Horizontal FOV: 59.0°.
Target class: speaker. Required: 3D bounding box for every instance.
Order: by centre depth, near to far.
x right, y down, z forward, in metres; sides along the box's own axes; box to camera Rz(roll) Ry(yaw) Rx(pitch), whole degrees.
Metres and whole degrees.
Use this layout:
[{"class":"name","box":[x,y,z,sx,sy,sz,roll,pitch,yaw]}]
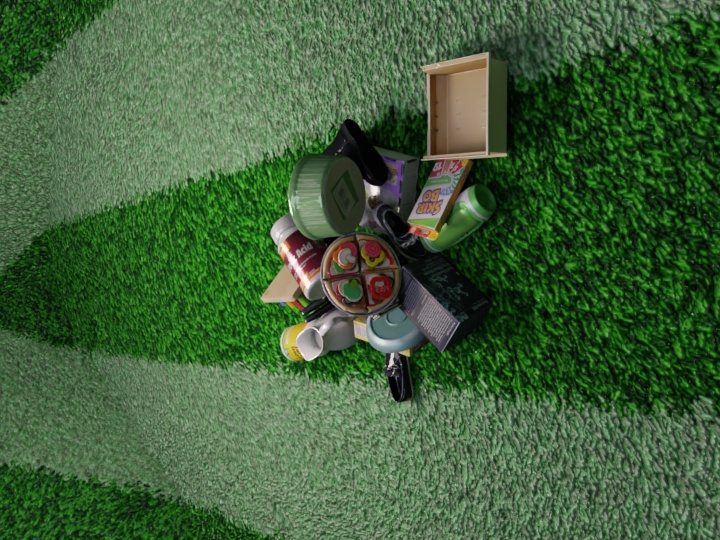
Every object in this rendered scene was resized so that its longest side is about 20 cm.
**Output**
[{"class":"speaker","box":[0.226,-0.120,1.497,0.199,0.087,0.090,-38,78,45]}]

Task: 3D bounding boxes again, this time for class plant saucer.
[{"class":"plant saucer","box":[0.098,0.120,1.643,0.197,0.202,0.028,13,149,41]}]

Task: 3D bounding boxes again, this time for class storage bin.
[{"class":"storage bin","box":[0.221,-0.349,1.392,0.195,0.092,0.207,5,99,44]}]

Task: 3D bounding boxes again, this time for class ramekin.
[{"class":"ramekin","box":[-0.071,-0.175,1.496,0.096,0.198,0.206,2,107,35]}]

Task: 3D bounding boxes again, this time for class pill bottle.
[{"class":"pill bottle","box":[-0.135,-0.039,1.577,0.202,0.112,0.115,54,135,23]},{"class":"pill bottle","box":[-0.154,0.215,1.979,0.197,0.111,0.116,-18,92,46]}]

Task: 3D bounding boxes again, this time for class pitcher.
[{"class":"pitcher","box":[-0.066,0.162,1.809,0.171,0.198,0.123,-42,75,44]}]

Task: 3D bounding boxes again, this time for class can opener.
[{"class":"can opener","box":[-0.085,0.083,1.814,0.078,0.199,0.064,15,141,57]}]

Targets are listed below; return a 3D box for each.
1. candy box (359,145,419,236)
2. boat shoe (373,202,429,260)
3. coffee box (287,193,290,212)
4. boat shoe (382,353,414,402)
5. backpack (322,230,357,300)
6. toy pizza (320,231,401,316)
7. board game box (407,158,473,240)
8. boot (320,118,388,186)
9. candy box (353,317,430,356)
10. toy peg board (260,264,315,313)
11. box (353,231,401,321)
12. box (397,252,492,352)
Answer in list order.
[{"class":"candy box","box":[0.061,-0.202,1.643,0.165,0.071,0.206,23,119,38]},{"class":"boat shoe","box":[0.112,-0.089,1.567,0.200,0.074,0.068,50,174,-29]},{"class":"coffee box","box":[-0.094,-0.167,1.719,0.078,0.198,0.118,9,112,42]},{"class":"boat shoe","box":[0.099,0.274,1.782,0.074,0.061,0.206,-8,97,48]},{"class":"backpack","box":[0.000,0.000,1.679,0.143,0.199,0.189,1,81,27]},{"class":"toy pizza","box":[0.003,0.005,1.491,0.204,0.196,0.032,62,165,7]},{"class":"board game box","box":[0.181,-0.172,1.475,0.094,0.030,0.204,20,84,48]},{"class":"boot","box":[-0.028,-0.252,1.609,0.168,0.075,0.203,-47,66,40]},{"class":"candy box","box":[0.089,0.159,1.709,0.197,0.115,0.058,13,118,42]},{"class":"toy peg board","box":[-0.168,0.037,1.893,0.098,0.202,0.197,46,152,-23]},{"class":"box","box":[0.020,0.013,1.540,0.204,0.074,0.050,64,154,8]},{"class":"box","box":[0.193,0.072,1.552,0.200,0.147,0.108,46,132,23]}]
